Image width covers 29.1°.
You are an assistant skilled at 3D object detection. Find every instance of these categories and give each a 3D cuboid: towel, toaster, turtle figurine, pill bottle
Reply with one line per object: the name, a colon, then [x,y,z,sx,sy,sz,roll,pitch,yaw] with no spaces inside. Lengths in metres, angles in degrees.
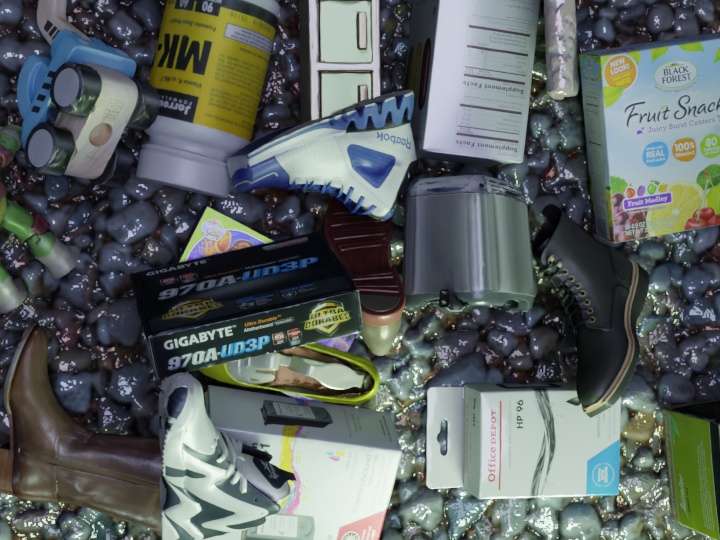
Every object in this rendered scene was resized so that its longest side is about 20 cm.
towel: [0.204,-0.276,1.412,0.032,0.191,0.202,-2,94,10]
toaster: [0.106,-0.024,1.405,0.113,0.200,0.131,-4,85,25]
turtle figurine: [-0.373,-0.070,1.355,0.144,0.199,0.195,-51,124,-30]
pill bottle: [-0.155,-0.180,1.376,0.113,0.114,0.202,13,89,-12]

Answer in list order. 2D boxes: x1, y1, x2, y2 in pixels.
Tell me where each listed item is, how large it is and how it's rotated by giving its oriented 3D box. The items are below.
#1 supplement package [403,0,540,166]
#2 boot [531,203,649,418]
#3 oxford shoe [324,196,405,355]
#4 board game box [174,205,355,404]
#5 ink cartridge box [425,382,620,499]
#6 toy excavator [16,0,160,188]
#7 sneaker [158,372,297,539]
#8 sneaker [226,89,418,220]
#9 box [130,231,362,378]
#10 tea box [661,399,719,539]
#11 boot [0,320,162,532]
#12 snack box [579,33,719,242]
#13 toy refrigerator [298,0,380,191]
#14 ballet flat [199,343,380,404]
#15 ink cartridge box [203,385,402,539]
supplement package: [0.111,-0.214,1.430,0.108,0.114,0.202,6,90,-13]
boot: [0.221,0.040,1.444,0.138,0.077,0.201,37,44,-20]
oxford shoe: [0.000,0.000,1.402,0.070,0.201,0.075,-3,133,-6]
board game box: [-0.103,0.039,1.430,0.199,0.045,0.135,27,87,-11]
ink cartridge box: [0.173,0.181,1.482,0.198,0.068,0.117,0,92,-11]
toy excavator: [-0.284,-0.206,1.342,0.099,0.200,0.196,7,117,-51]
sneaker: [-0.121,0.173,1.284,0.128,0.080,0.201,-2,122,-11]
sneaker: [-0.020,-0.095,1.351,0.198,0.080,0.116,-21,101,-20]
box: [-0.111,0.029,1.322,0.198,0.159,0.046,-12,114,-10]
tea box: [0.455,0.206,1.477,0.198,0.197,0.135,-6,93,-11]
boot: [-0.253,0.156,1.373,0.198,0.064,0.188,11,104,3]
snack box: [0.329,-0.144,1.491,0.167,0.068,0.202,-10,102,-11]
toy refrigerator: [-0.020,-0.183,1.426,0.075,0.070,0.202,-1,92,-11]
ballet flat: [-0.072,0.093,1.381,0.198,0.067,0.068,13,90,-12]
ink cartridge box: [-0.072,0.211,1.404,0.198,0.086,0.149,8,112,-13]
